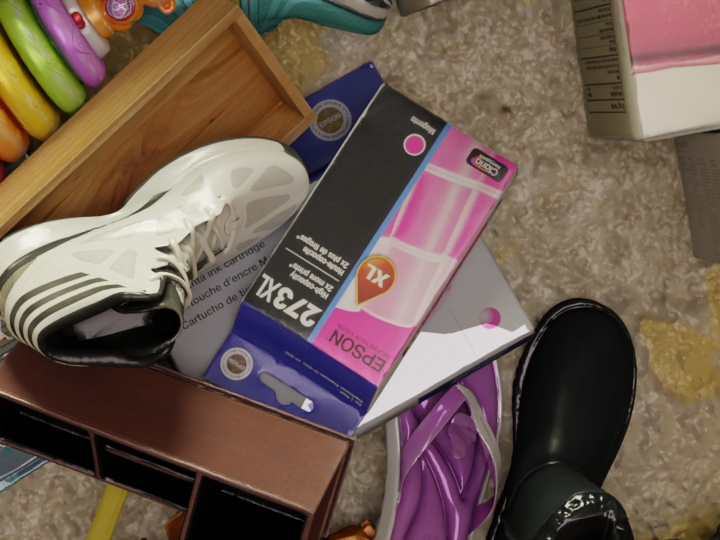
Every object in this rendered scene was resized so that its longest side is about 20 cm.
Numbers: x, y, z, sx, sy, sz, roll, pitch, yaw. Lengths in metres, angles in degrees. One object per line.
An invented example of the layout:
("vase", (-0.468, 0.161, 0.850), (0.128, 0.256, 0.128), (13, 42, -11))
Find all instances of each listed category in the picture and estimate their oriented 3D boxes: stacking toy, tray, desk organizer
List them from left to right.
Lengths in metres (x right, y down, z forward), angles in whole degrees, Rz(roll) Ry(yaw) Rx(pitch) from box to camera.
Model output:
("stacking toy", (-0.184, -0.122, 1.158), (0.200, 0.110, 0.116), (-32, 88, 2))
("tray", (-0.127, -0.058, 1.173), (0.200, 0.037, 0.099), (-43, 133, -7))
("desk organizer", (-0.113, 0.105, 1.131), (0.200, 0.077, 0.072), (20, 120, 6))

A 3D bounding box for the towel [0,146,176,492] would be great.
("towel", (-0.222, 0.023, 1.231), (0.146, 0.022, 0.200), (-32, 96, -3))

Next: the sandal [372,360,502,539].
("sandal", (0.054, 0.119, 1.226), (0.082, 0.050, 0.203), (14, 77, -30))

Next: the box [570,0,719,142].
("box", (0.185, -0.182, 1.198), (0.109, 0.128, 0.201), (-10, 96, -5))

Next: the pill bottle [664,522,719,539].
("pill bottle", (0.181, 0.235, 1.236), (0.200, 0.112, 0.112), (-37, 96, -1))

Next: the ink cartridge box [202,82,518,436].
("ink cartridge box", (0.000, 0.000, 1.173), (0.095, 0.037, 0.200), (32, 84, 6))

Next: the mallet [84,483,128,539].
("mallet", (-0.148, 0.171, 1.188), (0.066, 0.041, 0.201), (12, 75, 3))

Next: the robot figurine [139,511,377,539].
("robot figurine", (-0.082, 0.204, 1.237), (0.200, 0.058, 0.145), (-41, 96, -2))

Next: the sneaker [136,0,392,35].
("sneaker", (-0.081, -0.165, 1.215), (0.199, 0.078, 0.080), (9, 112, -1))

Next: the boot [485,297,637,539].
("boot", (0.129, 0.121, 1.195), (0.076, 0.168, 0.201), (16, 92, -7))

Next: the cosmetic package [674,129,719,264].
("cosmetic package", (0.232, -0.045, 1.176), (0.050, 0.200, 0.083), (-13, 96, -3))

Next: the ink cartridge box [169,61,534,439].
("ink cartridge box", (-0.029, 0.001, 1.211), (0.196, 0.043, 0.200), (-30, 82, -2))

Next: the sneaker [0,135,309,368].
("sneaker", (-0.098, 0.001, 1.120), (0.200, 0.115, 0.076), (-25, 128, -20))

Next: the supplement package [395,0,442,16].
("supplement package", (0.040, -0.260, 1.165), (0.111, 0.156, 0.200), (-25, 96, -2))
